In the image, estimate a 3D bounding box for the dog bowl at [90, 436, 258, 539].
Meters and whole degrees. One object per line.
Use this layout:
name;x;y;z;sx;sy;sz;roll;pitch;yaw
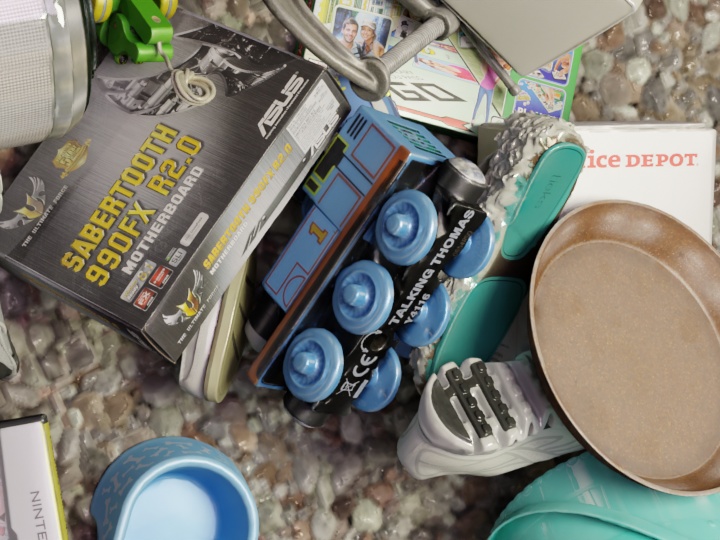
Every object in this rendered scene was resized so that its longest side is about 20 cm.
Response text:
dog bowl;-0.127;0.207;1.328;0.111;0.050;0.201;18;82;-18

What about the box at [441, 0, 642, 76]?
box;0.147;-0.248;1.373;0.109;0.128;0.200;42;56;-15

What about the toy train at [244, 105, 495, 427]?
toy train;0.000;0.000;1.288;0.087;0.114;0.200;14;116;-48

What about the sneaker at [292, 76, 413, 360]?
sneaker;0.000;-0.034;1.372;0.082;0.074;0.201;-15;100;-4

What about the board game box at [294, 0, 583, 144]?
board game box;0.057;-0.164;1.421;0.199;0.029;0.135;13;84;-19

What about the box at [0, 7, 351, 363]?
box;-0.124;-0.061;1.288;0.200;0.158;0.048;-55;145;-13

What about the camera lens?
camera lens;-0.268;-0.143;1.233;0.199;0.160;0.161;-14;93;-20

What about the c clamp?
c clamp;0.016;-0.161;1.323;0.171;0.027;0.200;51;33;3

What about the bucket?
bucket;0.181;0.218;1.350;0.206;0.135;0.208;-10;134;-10

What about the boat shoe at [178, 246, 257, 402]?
boat shoe;-0.101;-0.014;1.338;0.068;0.075;0.201;7;72;3

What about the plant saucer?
plant saucer;0.180;0.052;1.315;0.200;0.034;0.201;16;59;-29

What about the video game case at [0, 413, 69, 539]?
video game case;-0.275;0.194;1.263;0.199;0.026;0.181;-10;91;-5

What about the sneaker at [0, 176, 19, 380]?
sneaker;-0.232;0.006;1.209;0.075;0.200;0.116;-16;55;-14

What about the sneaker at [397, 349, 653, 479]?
sneaker;0.110;0.092;1.326;0.199;0.081;0.075;-5;58;-33

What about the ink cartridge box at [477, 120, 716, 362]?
ink cartridge box;0.157;-0.002;1.405;0.144;0.084;0.201;-2;99;-20

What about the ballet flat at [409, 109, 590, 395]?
ballet flat;0.081;-0.014;1.325;0.072;0.072;0.200;23;106;-17

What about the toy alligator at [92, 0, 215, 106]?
toy alligator;-0.148;-0.158;1.301;0.059;0.054;0.200;-6;51;-35
